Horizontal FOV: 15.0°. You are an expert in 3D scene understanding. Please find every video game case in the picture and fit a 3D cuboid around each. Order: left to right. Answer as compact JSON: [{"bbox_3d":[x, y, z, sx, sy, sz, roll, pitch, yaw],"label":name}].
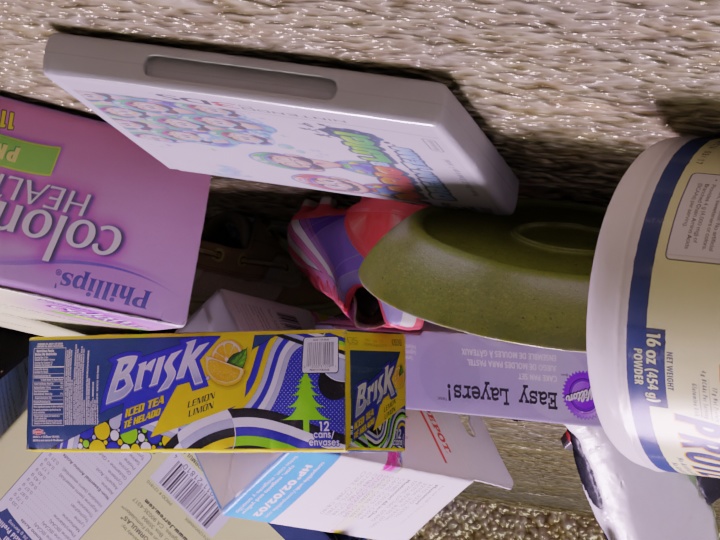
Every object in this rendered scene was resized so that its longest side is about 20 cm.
[{"bbox_3d":[-0.031,-0.065,1.258,0.181,0.024,0.200,8,172,14],"label":"video game case"}]

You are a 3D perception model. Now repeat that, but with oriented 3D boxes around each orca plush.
[{"bbox_3d":[0.149,0.129,1.671,0.200,0.106,0.071,37,171,-34],"label":"orca plush"}]

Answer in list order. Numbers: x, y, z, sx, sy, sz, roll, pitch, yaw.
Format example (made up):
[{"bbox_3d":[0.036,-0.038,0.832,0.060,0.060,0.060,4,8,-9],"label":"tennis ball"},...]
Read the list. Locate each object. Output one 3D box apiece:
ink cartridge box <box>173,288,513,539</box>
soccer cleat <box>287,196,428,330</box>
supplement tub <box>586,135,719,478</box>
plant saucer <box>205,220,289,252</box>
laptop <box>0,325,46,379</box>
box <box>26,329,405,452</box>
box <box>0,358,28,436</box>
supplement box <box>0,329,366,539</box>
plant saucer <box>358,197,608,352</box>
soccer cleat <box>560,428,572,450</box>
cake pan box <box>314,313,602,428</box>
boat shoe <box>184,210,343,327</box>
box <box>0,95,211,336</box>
[{"bbox_3d":[-0.013,0.089,1.577,0.199,0.116,0.068,15,129,-47],"label":"ink cartridge box"},{"bbox_3d":[0.000,0.000,1.483,0.066,0.077,0.200,12,171,-16],"label":"soccer cleat"},{"bbox_3d":[0.208,0.022,1.135,0.199,0.146,0.145,6,171,27],"label":"supplement tub"},{"bbox_3d":[-0.113,0.003,1.744,0.198,0.051,0.200,10,172,1],"label":"plant saucer"},{"bbox_3d":[-0.310,0.025,1.572,0.200,0.187,0.116,47,141,1],"label":"laptop"},{"bbox_3d":[-0.077,0.065,1.446,0.199,0.065,0.070,-1,177,29],"label":"box"},{"bbox_3d":[-0.141,0.086,1.835,0.197,0.132,0.200,11,-163,-15],"label":"box"},{"bbox_3d":[-0.132,0.163,1.641,0.200,0.200,0.134,43,-170,6],"label":"supplement box"},{"bbox_3d":[0.099,-0.003,1.313,0.198,0.031,0.200,6,-165,-2],"label":"plant saucer"},{"bbox_3d":[0.176,0.064,1.765,0.069,0.085,0.200,49,-159,14],"label":"soccer cleat"},{"bbox_3d":[0.105,0.040,1.525,0.199,0.053,0.184,3,-167,32],"label":"cake pan box"},{"bbox_3d":[-0.074,-0.001,1.604,0.074,0.067,0.199,2,-178,38],"label":"boat shoe"},{"bbox_3d":[-0.200,-0.029,1.453,0.175,0.097,0.200,13,172,-24],"label":"box"}]
